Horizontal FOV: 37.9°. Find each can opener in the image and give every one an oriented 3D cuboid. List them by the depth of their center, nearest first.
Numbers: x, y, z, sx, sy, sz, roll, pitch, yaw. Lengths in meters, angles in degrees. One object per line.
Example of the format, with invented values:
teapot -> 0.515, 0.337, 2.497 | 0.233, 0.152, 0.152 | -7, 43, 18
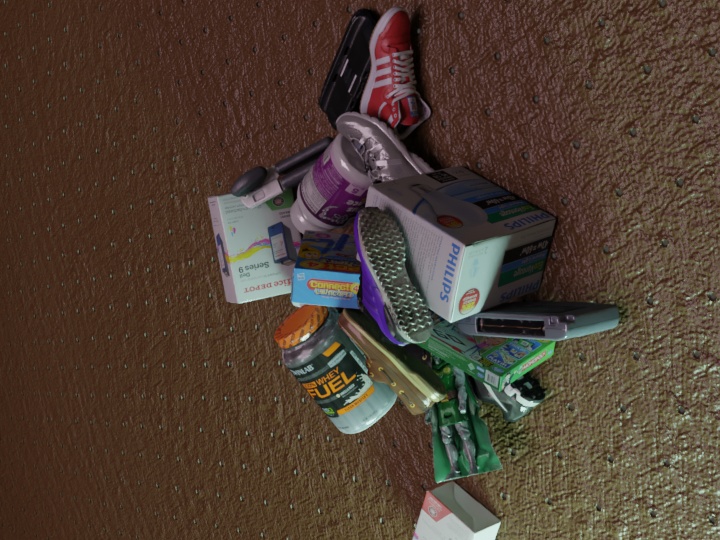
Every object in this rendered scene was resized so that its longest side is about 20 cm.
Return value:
can opener -> -0.132, -0.171, 1.820 | 0.200, 0.067, 0.053 | -27, 78, 15

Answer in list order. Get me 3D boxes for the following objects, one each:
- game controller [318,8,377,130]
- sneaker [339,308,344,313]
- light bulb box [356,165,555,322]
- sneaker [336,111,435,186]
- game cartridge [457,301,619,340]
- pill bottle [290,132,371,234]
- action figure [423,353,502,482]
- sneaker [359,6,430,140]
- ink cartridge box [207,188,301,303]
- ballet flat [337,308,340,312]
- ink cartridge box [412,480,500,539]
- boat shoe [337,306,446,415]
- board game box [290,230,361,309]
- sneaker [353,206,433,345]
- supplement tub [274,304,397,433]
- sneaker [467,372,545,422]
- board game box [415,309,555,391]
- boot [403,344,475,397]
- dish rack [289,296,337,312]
game controller -> -0.015, -0.327, 1.726 | 0.104, 0.042, 0.200 | 58, 138, 34
sneaker -> 0.003, 0.046, 1.743 | 0.074, 0.087, 0.200 | -48, 39, 22
light bulb box -> 0.137, -0.045, 1.513 | 0.200, 0.198, 0.125 | 34, 127, 38
sneaker -> 0.033, -0.170, 1.634 | 0.200, 0.082, 0.075 | 40, 165, 10
game cartridge -> 0.251, 0.068, 1.460 | 0.200, 0.133, 0.042 | 0, 93, 50
pill bottle -> -0.038, -0.139, 1.756 | 0.200, 0.112, 0.112 | -46, 65, 46
action figure -> 0.138, 0.215, 1.596 | 0.118, 0.055, 0.201 | -19, 75, 28
sneaker -> 0.063, -0.299, 1.626 | 0.112, 0.071, 0.200 | 45, 139, 37
ink cartridge box -> -0.186, -0.050, 1.916 | 0.087, 0.145, 0.201 | -175, 74, -69
ballet flat -> -0.014, 0.086, 1.840 | 0.200, 0.068, 0.067 | 54, 155, 32
ink cartridge box -> 0.147, 0.468, 1.744 | 0.116, 0.067, 0.200 | 37, 125, 38
boat shoe -> 0.036, 0.138, 1.558 | 0.200, 0.072, 0.068 | 43, 107, -7
board game box -> 0.000, 0.000, 1.623 | 0.196, 0.199, 0.056 | -86, 1, -71
sneaker -> 0.022, 0.014, 1.459 | 0.099, 0.069, 0.201 | -22, 87, 55
supplement tub -> -0.041, 0.152, 1.674 | 0.122, 0.123, 0.200 | -18, 116, 50
sneaker -> 0.191, 0.154, 1.606 | 0.200, 0.066, 0.091 | 48, 130, 27
board game box -> 0.167, 0.097, 1.549 | 0.200, 0.134, 0.029 | 28, 129, 35
boot -> 0.106, 0.171, 1.704 | 0.150, 0.073, 0.201 | -6, 92, 49
dish rack -> -0.063, 0.100, 1.814 | 0.172, 0.043, 0.200 | 65, 168, -18
